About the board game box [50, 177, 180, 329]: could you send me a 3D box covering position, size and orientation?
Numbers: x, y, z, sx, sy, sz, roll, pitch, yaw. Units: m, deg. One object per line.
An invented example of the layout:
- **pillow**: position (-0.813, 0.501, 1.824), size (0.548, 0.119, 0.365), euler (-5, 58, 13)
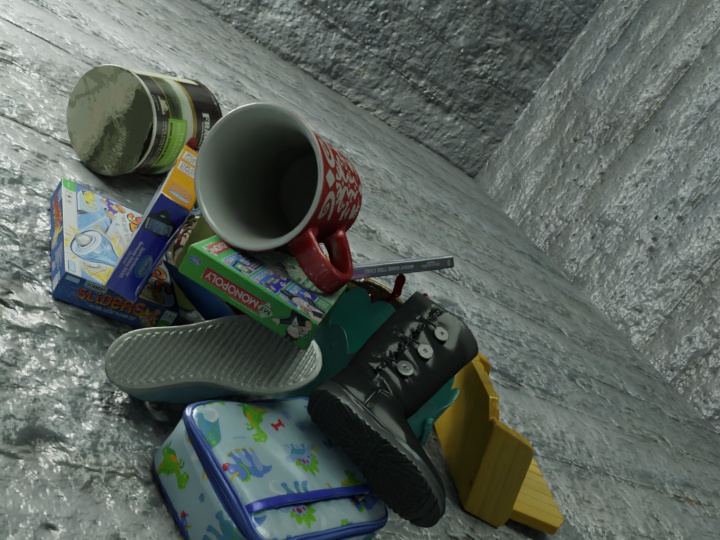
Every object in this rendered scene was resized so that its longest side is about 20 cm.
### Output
- **board game box**: position (-0.283, -0.018, 0.892), size (0.134, 0.035, 0.201), euler (26, 21, -35)

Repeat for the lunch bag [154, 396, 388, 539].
- **lunch bag**: position (-0.073, 0.195, 0.704), size (0.198, 0.083, 0.162), euler (14, 32, -51)

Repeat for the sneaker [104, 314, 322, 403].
- **sneaker**: position (-0.135, 0.087, 0.739), size (0.194, 0.076, 0.082), euler (3, -19, -6)

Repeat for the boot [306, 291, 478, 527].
- **boot**: position (0.061, 0.127, 0.775), size (0.165, 0.066, 0.199), euler (47, 40, 6)

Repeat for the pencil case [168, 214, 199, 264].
- **pencil case**: position (-0.172, -0.028, 1.068), size (0.088, 0.080, 0.199), euler (27, 10, 28)

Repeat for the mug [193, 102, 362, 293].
- **mug**: position (-0.071, -0.065, 0.821), size (0.130, 0.183, 0.200), euler (-5, -1, 14)

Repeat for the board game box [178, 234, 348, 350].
- **board game box**: position (-0.086, 0.007, 0.774), size (0.133, 0.030, 0.200), euler (31, 12, 2)

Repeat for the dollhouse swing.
- **dollhouse swing**: position (0.207, 0.226, 1.067), size (0.171, 0.186, 0.201), euler (11, 23, -13)

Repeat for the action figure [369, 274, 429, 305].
- **action figure**: position (0.023, 0.068, 1.073), size (0.065, 0.200, 0.052), euler (33, 53, -11)

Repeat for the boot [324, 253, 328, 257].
- **boot**: position (-0.057, 0.042, 1.133), size (0.202, 0.069, 0.148), euler (61, 19, -67)

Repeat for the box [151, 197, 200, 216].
- **box**: position (-0.169, -0.088, 1.076), size (0.135, 0.196, 0.039), euler (6, 78, -59)

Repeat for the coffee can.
- **coffee can**: position (-0.310, -0.216, 1.152), size (0.146, 0.148, 0.199), euler (40, 18, 10)

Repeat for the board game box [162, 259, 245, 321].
- **board game box**: position (-0.133, 0.046, 0.845), size (0.198, 0.039, 0.159), euler (20, -32, 56)

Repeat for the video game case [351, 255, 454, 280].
- **video game case**: position (0.000, 0.000, 0.993), size (0.196, 0.020, 0.142), euler (-5, 1, -32)

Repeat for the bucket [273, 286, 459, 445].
- **bucket**: position (0.004, 0.132, 0.922), size (0.205, 0.136, 0.208), euler (34, 18, -13)

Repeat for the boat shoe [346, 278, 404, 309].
- **boat shoe**: position (0.004, 0.039, 1.290), size (0.199, 0.072, 0.076), euler (39, 1, -4)

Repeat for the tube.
- **tube**: position (-0.168, -0.048, 0.921), size (0.051, 0.202, 0.058), euler (33, 16, -2)

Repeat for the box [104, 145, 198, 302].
- **box**: position (-0.217, -0.052, 0.847), size (0.041, 0.120, 0.201), euler (32, 17, -15)
